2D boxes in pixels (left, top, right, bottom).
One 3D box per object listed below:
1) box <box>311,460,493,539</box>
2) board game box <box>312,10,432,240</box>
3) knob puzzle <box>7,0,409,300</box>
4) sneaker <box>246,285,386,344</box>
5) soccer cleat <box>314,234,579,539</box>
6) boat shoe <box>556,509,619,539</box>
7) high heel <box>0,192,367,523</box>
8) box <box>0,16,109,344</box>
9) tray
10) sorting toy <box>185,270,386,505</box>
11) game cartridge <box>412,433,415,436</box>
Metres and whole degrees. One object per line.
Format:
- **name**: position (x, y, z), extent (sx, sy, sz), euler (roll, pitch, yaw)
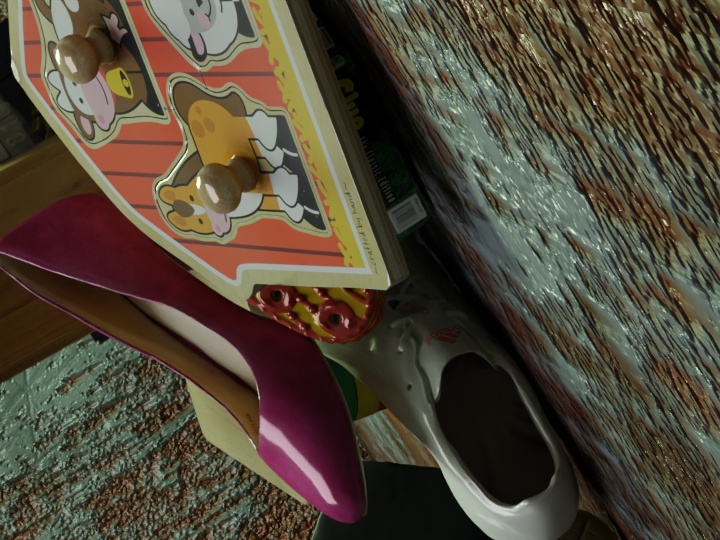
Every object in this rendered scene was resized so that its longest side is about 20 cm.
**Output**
- **box**: position (0.039, 0.242, 1.315), extent (0.117, 0.197, 0.200), euler (4, 145, 26)
- **board game box**: position (-0.039, -0.106, 0.975), extent (0.200, 0.023, 0.105), euler (54, 174, 39)
- **knob puzzle**: position (-0.084, -0.073, 0.909), extent (0.219, 0.030, 0.220), euler (33, 141, 31)
- **sneaker**: position (-0.049, -0.058, 0.989), extent (0.200, 0.073, 0.077), euler (54, -154, 8)
- **soccer cleat**: position (0.024, 0.031, 1.002), extent (0.200, 0.069, 0.078), euler (50, 168, 15)
- **boat shoe**: position (0.126, 0.195, 0.999), extent (0.069, 0.071, 0.200), euler (63, -178, -63)
- **high heel**: position (-0.076, 0.040, 1.001), extent (0.200, 0.096, 0.067), euler (57, 154, 27)
- **box**: position (-0.128, -0.074, 1.310), extent (0.049, 0.161, 0.200), euler (53, 173, 45)
- **tray**: position (-0.149, -0.020, 1.247), extent (0.099, 0.200, 0.037), euler (62, 173, -12)
- **sorting toy**: position (-0.049, -0.006, 1.152), extent (0.200, 0.069, 0.199), euler (-163, 56, -71)
- **game cartridge**: position (0.000, 0.026, 1.453), extent (0.130, 0.038, 0.200), euler (55, 177, -17)
